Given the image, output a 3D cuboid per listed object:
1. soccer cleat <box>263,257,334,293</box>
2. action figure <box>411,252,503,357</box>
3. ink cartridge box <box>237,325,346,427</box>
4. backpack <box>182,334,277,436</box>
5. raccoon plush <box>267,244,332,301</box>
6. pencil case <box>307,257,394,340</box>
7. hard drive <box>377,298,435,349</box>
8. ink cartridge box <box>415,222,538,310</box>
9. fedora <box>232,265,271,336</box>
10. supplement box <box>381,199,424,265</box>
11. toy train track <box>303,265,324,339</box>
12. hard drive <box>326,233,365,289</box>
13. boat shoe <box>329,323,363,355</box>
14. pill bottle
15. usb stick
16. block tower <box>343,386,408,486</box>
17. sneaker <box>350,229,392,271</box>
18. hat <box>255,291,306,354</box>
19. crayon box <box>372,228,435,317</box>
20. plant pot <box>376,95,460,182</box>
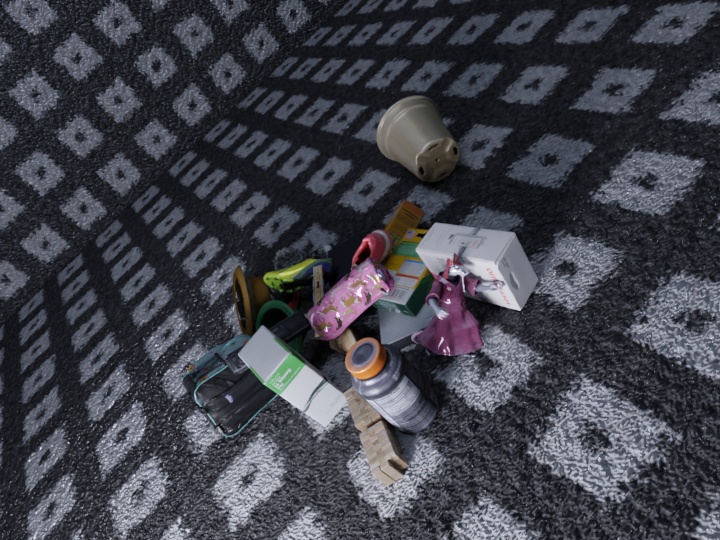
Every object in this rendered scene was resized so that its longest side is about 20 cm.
[{"bbox_3d":[-0.156,0.008,1.431,0.200,0.065,0.084,-7,44,25],"label":"soccer cleat"},{"bbox_3d":[0.178,0.062,1.061,0.134,0.200,0.149,-7,13,-19],"label":"action figure"},{"bbox_3d":[-0.137,0.220,1.153,0.083,0.200,0.147,-50,36,-9],"label":"ink cartridge box"},{"bbox_3d":[-0.284,0.249,1.274,0.200,0.176,0.153,-36,30,-15],"label":"backpack"},{"bbox_3d":[-0.172,0.003,1.513,0.200,0.097,0.134,-24,45,21],"label":"raccoon plush"},{"bbox_3d":[-0.022,0.062,1.185,0.200,0.083,0.087,-41,25,12],"label":"pencil case"},{"bbox_3d":[0.104,0.076,1.230,0.139,0.033,0.200,-27,37,18],"label":"hard drive"},{"bbox_3d":[0.232,-0.011,1.109,0.200,0.147,0.083,14,60,48],"label":"ink cartridge box"},{"bbox_3d":[-0.288,0.082,1.497,0.082,0.201,0.201,-9,29,-21],"label":"fedora"},{"bbox_3d":[0.082,-0.075,1.365,0.200,0.067,0.069,-60,6,-23],"label":"supplement box"},{"bbox_3d":[-0.093,0.076,1.304,0.115,0.033,0.200,-14,52,11],"label":"toy train track"},{"bbox_3d":[-0.028,-0.009,1.432,0.135,0.042,0.200,-30,37,15],"label":"hard drive"},{"bbox_3d":[-0.031,0.160,1.239,0.065,0.071,0.200,-46,26,0],"label":"boat shoe"},{"bbox_3d":[0.054,0.202,0.997,0.106,0.200,0.106,-24,38,21],"label":"pill bottle"},{"bbox_3d":[-0.199,0.156,1.213,0.200,0.033,0.055,-32,60,-23],"label":"usb stick"},{"bbox_3d":[0.028,0.299,1.043,0.054,0.058,0.200,-35,38,6],"label":"block tower"},{"bbox_3d":[0.000,0.000,1.260,0.074,0.087,0.200,29,111,25],"label":"sneaker"},{"bbox_3d":[-0.148,0.140,1.398,0.166,0.176,0.200,-19,82,39],"label":"hat"},{"bbox_3d":[0.114,0.001,1.230,0.126,0.052,0.200,11,60,48],"label":"crayon box"},{"bbox_3d":[0.170,-0.340,1.505,0.200,0.200,0.184,-36,48,6],"label":"plant pot"}]
